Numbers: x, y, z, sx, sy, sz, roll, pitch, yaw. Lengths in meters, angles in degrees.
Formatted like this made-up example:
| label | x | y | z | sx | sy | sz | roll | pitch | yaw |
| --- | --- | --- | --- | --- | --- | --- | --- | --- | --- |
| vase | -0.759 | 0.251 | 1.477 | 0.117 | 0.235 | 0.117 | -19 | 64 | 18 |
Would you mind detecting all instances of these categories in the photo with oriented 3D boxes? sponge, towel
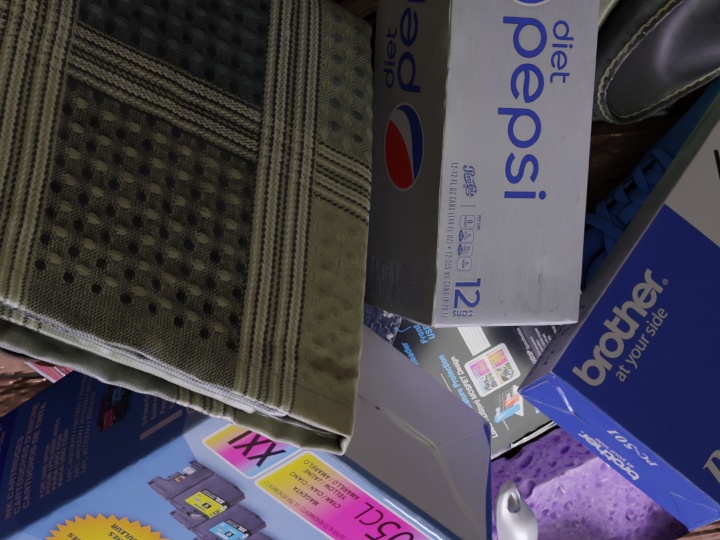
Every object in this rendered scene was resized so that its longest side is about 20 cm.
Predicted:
| label | x | y | z | sx | sy | sz | roll | pitch | yaw |
| --- | --- | --- | --- | --- | --- | --- | --- | --- | --- |
| sponge | 0.122 | 0.121 | 1.094 | 0.199 | 0.030 | 0.112 | -24 | 139 | -19 |
| towel | -0.080 | -0.047 | 0.720 | 0.191 | 0.202 | 0.034 | 25 | 139 | -28 |

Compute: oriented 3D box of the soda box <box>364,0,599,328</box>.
| label | x | y | z | sx | sy | sz | roll | pitch | yaw |
| --- | --- | --- | --- | --- | --- | --- | --- | --- | --- |
| soda box | 0.047 | -0.082 | 0.793 | 0.068 | 0.063 | 0.202 | -1 | 98 | -27 |

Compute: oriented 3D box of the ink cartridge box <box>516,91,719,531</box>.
| label | x | y | z | sx | sy | sz | roll | pitch | yaw |
| --- | --- | --- | --- | --- | --- | --- | --- | --- | --- |
| ink cartridge box | 0.159 | -0.002 | 0.868 | 0.201 | 0.094 | 0.044 | -53 | -177 | -21 |

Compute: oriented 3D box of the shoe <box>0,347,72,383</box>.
| label | x | y | z | sx | sy | sz | roll | pitch | yaw |
| --- | --- | --- | --- | --- | --- | --- | --- | --- | --- |
| shoe | -0.123 | 0.014 | 0.847 | 0.071 | 0.091 | 0.201 | -28 | 137 | 1 |

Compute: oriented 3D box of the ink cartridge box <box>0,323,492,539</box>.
| label | x | y | z | sx | sy | sz | roll | pitch | yaw |
| --- | --- | --- | --- | --- | --- | --- | --- | --- | --- |
| ink cartridge box | -0.063 | 0.095 | 0.821 | 0.199 | 0.077 | 0.136 | -31 | 126 | 33 |

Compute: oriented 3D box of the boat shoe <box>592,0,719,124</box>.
| label | x | y | z | sx | sy | sz | roll | pitch | yaw |
| --- | --- | --- | --- | --- | --- | --- | --- | --- | --- |
| boat shoe | 0.172 | -0.119 | 0.822 | 0.199 | 0.068 | 0.072 | -33 | 140 | 8 |

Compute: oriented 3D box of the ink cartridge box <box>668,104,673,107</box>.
| label | x | y | z | sx | sy | sz | roll | pitch | yaw |
| --- | --- | --- | --- | --- | --- | --- | --- | --- | --- |
| ink cartridge box | 0.133 | -0.145 | 0.858 | 0.144 | 0.048 | 0.201 | 7 | 125 | -32 |

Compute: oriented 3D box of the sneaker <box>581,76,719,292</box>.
| label | x | y | z | sx | sy | sz | roll | pitch | yaw |
| --- | --- | --- | --- | --- | --- | --- | --- | --- | --- |
| sneaker | 0.134 | -0.014 | 0.969 | 0.078 | 0.066 | 0.201 | 8 | 127 | -27 |

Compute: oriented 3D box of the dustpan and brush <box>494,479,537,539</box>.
| label | x | y | z | sx | sy | sz | roll | pitch | yaw |
| --- | --- | --- | --- | --- | --- | --- | --- | --- | --- |
| dustpan and brush | 0.098 | 0.183 | 1.061 | 0.140 | 0.057 | 0.201 | -49 | 148 | -35 |

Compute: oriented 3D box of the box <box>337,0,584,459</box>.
| label | x | y | z | sx | sy | sz | roll | pitch | yaw |
| --- | --- | --- | --- | --- | --- | --- | --- | --- | --- |
| box | 0.000 | 0.000 | 0.872 | 0.158 | 0.046 | 0.201 | -29 | 112 | 2 |
